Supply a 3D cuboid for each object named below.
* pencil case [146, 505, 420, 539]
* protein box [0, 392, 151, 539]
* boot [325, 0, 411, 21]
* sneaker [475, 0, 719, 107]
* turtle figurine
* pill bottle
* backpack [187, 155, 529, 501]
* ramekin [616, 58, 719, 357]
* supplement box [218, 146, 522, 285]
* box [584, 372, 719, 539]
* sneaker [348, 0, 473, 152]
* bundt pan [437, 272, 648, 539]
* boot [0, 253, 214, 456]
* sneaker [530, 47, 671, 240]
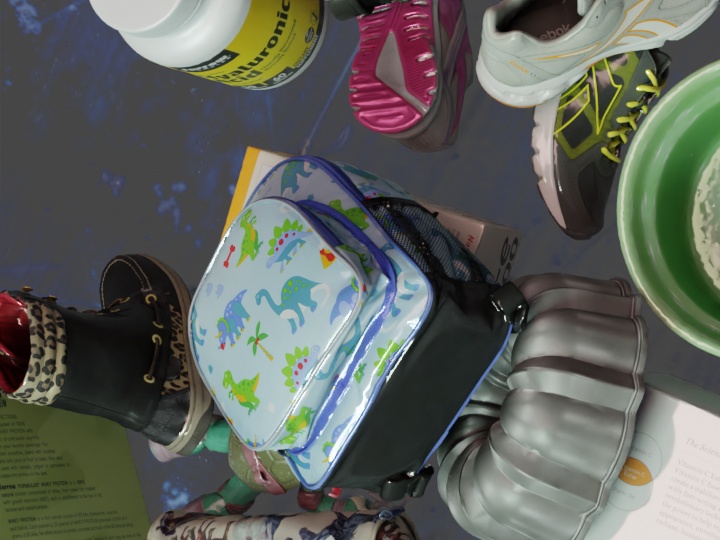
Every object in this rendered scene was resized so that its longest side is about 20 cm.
[{"bbox_3d":[-0.055,0.202,1.592,0.199,0.089,0.078,-4,69,27],"label":"pencil case"},{"bbox_3d":[-0.273,0.153,1.690,0.134,0.198,0.201,-22,78,25],"label":"protein box"},{"bbox_3d":[0.033,-0.280,1.556,0.157,0.079,0.212,-13,106,21],"label":"boot"},{"bbox_3d":[0.165,-0.182,1.513,0.199,0.092,0.076,-33,70,-5],"label":"sneaker"},{"bbox_3d":[-0.054,0.122,1.654,0.199,0.100,0.151,-21,72,30],"label":"turtle figurine"},{"bbox_3d":[-0.110,-0.195,1.640,0.111,0.200,0.112,-2,86,25],"label":"pill bottle"},{"bbox_3d":[-0.021,0.025,1.509,0.184,0.146,0.200,-60,41,20],"label":"backpack"},{"bbox_3d":[0.276,-0.038,1.511,0.199,0.098,0.202,-2,86,24],"label":"ramekin"},{"bbox_3d":[0.000,0.000,1.647,0.199,0.073,0.127,20,96,26],"label":"supplement box"},{"bbox_3d":[0.218,0.186,1.518,0.152,0.106,0.201,23,96,25],"label":"box"},{"bbox_3d":[0.037,-0.168,1.640,0.081,0.088,0.201,-4,62,22],"label":"sneaker"},{"bbox_3d":[0.110,0.090,1.521,0.075,0.202,0.203,19,96,-16],"label":"bundt pan"},{"bbox_3d":[-0.195,0.043,1.658,0.073,0.150,0.201,-54,37,28],"label":"boot"},{"bbox_3d":[0.168,-0.121,1.578,0.084,0.074,0.202,2,87,24],"label":"sneaker"}]
